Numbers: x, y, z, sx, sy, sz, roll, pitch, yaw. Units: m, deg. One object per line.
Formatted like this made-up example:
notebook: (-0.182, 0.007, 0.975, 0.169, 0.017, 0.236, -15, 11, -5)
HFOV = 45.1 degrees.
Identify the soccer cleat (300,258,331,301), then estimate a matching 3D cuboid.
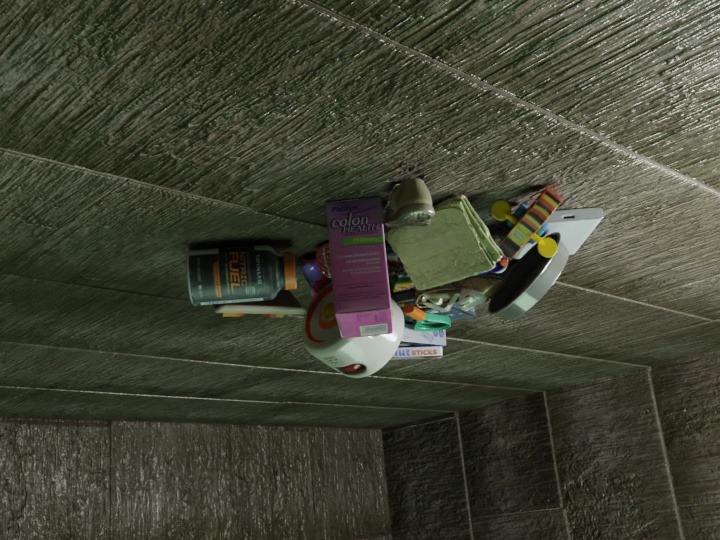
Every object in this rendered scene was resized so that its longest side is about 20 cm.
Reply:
soccer cleat: (-0.081, 0.028, 1.789, 0.066, 0.077, 0.200, -6, 163, 2)

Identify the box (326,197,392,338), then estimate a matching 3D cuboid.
box: (0.000, 0.000, 1.523, 0.096, 0.201, 0.176, -6, 162, 1)

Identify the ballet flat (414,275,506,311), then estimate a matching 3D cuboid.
ballet flat: (0.189, 0.049, 1.682, 0.200, 0.065, 0.070, -5, 146, 40)

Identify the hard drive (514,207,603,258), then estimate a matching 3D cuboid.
hard drive: (0.383, -0.071, 1.707, 0.131, 0.026, 0.200, -5, 162, -3)

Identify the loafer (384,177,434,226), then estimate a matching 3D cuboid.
loafer: (0.083, -0.111, 1.431, 0.075, 0.069, 0.200, -1, 178, -9)

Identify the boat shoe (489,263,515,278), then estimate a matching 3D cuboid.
boat shoe: (0.331, 0.022, 1.911, 0.200, 0.072, 0.065, -22, 155, 28)

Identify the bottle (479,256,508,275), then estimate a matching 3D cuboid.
bottle: (0.203, -0.029, 1.685, 0.200, 0.084, 0.065, 10, 156, -37)

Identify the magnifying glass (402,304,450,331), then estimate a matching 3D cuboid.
magnifying glass: (0.132, 0.101, 1.802, 0.079, 0.022, 0.200, -10, 161, 20)

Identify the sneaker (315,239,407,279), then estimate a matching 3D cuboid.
sneaker: (0.013, -0.021, 1.674, 0.199, 0.081, 0.075, 1, -168, 5)

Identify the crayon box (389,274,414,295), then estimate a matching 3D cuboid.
crayon box: (0.125, 0.011, 1.823, 0.118, 0.058, 0.200, -4, 163, -4)

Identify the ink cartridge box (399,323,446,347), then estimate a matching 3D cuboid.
ink cartridge box: (0.091, 0.146, 1.920, 0.094, 0.044, 0.200, -13, 164, 42)

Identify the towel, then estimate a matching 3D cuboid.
towel: (0.146, -0.046, 1.557, 0.200, 0.149, 0.036, -22, -166, 41)

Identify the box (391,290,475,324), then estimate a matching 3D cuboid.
box: (0.128, 0.083, 1.872, 0.199, 0.051, 0.158, -11, 165, 25)

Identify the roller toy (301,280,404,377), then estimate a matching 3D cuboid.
roller toy: (-0.019, 0.108, 1.712, 0.183, 0.200, 0.140, -48, 125, 8)

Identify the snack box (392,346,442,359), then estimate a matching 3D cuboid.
snack box: (0.083, 0.186, 1.942, 0.199, 0.024, 0.072, -2, 171, 4)

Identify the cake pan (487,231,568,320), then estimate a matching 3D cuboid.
cake pan: (0.317, 0.015, 1.626, 0.037, 0.200, 0.200, 40, 151, -5)

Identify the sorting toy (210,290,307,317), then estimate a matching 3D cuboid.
sorting toy: (-0.223, 0.057, 1.753, 0.185, 0.037, 0.200, 3, -165, -24)

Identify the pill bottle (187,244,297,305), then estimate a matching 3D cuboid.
pill bottle: (-0.220, 0.006, 1.632, 0.199, 0.107, 0.106, -5, 162, -5)

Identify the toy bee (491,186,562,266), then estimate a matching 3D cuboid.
toy bee: (0.288, -0.058, 1.549, 0.131, 0.109, 0.200, 27, 147, 21)
